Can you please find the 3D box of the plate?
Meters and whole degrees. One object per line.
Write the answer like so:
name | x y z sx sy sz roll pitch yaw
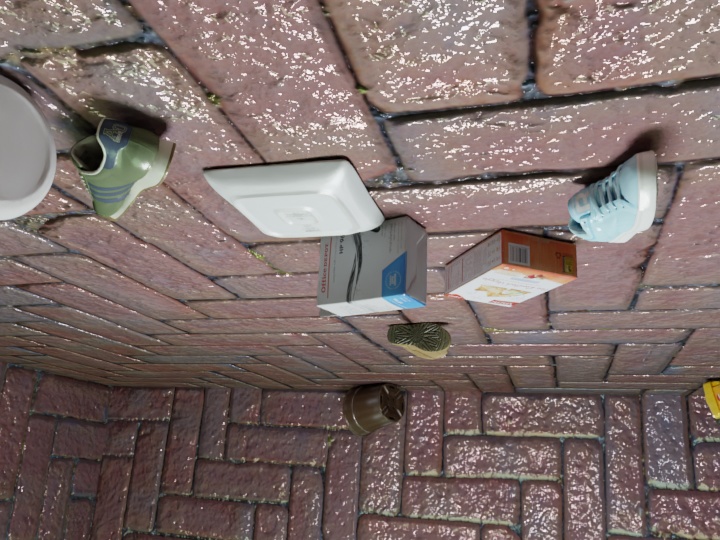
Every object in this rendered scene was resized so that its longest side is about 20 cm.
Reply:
plate | -0.082 -0.085 0.879 0.194 0.033 0.200 -2 162 16

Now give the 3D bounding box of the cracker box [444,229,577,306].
cracker box | 0.234 0.003 1.056 0.130 0.059 0.200 9 163 -16

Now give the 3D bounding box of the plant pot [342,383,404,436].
plant pot | 0.062 0.546 2.639 0.197 0.206 0.196 17 150 -39

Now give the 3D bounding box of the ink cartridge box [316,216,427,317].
ink cartridge box | 0.000 0.000 0.988 0.196 0.119 0.067 -10 159 34

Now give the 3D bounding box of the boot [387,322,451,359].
boot | 0.175 0.181 1.641 0.171 0.068 0.199 8 167 31

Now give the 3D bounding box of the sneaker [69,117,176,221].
sneaker | -0.291 -0.121 0.759 0.089 0.069 0.198 24 154 -33

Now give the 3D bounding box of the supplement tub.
supplement tub | -0.423 -0.112 0.665 0.195 0.145 0.140 -6 161 27

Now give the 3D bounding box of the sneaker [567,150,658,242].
sneaker | 0.288 -0.075 0.770 0.079 0.076 0.201 -2 161 7

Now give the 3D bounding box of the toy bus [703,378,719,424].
toy bus | 1.200 0.397 2.051 0.196 0.139 0.191 18 145 -32
